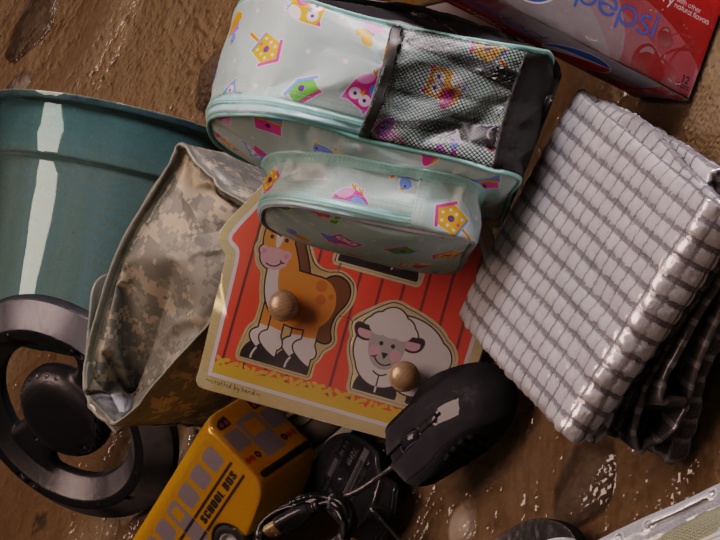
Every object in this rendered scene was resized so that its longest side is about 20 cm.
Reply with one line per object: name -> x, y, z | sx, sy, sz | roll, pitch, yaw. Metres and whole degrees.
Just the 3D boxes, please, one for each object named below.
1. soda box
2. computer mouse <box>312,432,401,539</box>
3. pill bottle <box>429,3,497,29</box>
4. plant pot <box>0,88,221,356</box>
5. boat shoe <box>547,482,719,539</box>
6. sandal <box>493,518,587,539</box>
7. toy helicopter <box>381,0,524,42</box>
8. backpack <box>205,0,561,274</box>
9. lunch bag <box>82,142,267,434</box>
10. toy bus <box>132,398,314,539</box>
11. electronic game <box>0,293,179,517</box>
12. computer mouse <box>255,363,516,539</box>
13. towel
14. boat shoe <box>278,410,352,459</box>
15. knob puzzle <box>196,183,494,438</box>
soda box -> 0.117, -0.171, 1.400 | 0.063, 0.199, 0.070 | 10, 78, 61
computer mouse -> 0.025, 0.163, 1.505 | 0.059, 0.034, 0.200 | -62, 35, 13
pill bottle -> 0.044, -0.198, 1.640 | 0.112, 0.112, 0.201 | -34, 42, 46
plant pot -> -0.218, -0.028, 1.908 | 0.200, 0.199, 0.197 | 3, 81, 60
boat shoe -> 0.149, 0.162, 1.246 | 0.202, 0.074, 0.065 | -31, 39, 43
sandal -> 0.055, 0.199, 1.384 | 0.200, 0.048, 0.076 | -28, 61, 42
toy helicopter -> 0.085, -0.202, 1.474 | 0.079, 0.199, 0.133 | -125, 22, -58
backpack -> 0.003, -0.086, 1.418 | 0.176, 0.199, 0.154 | 100, -168, -83
lunch bag -> -0.101, 0.024, 1.655 | 0.117, 0.164, 0.200 | 39, 107, 28
toy bus -> -0.104, 0.181, 1.610 | 0.065, 0.078, 0.200 | -32, -20, -50
electronic game -> -0.227, 0.107, 1.826 | 0.200, 0.200, 0.042 | -38, 6, 42
computer mouse -> 0.012, 0.121, 1.465 | 0.200, 0.034, 0.059 | -37, 63, 15
towel -> 0.152, 0.002, 1.342 | 0.166, 0.085, 0.200 | -60, 27, 9
boat shoe -> -0.038, 0.090, 1.614 | 0.202, 0.060, 0.072 | -46, 14, 33
knob puzzle -> 0.000, 0.000, 1.510 | 0.030, 0.219, 0.220 | 25, -92, -78
